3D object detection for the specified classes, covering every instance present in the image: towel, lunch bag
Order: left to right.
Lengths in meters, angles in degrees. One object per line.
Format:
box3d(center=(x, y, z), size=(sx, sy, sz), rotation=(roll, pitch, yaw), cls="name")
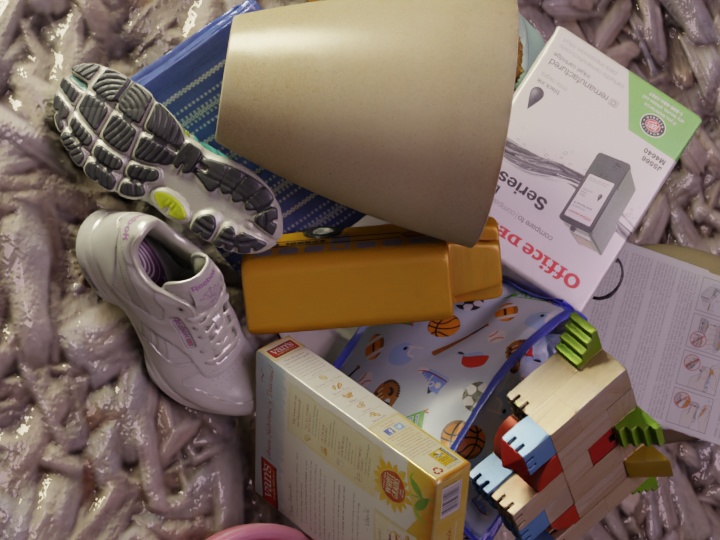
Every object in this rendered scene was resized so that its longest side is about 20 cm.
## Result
box3d(center=(-0.086, -0.096, 1.282), size=(0.145, 0.024, 0.200), rotation=(-35, 113, 5), cls="towel")
box3d(center=(0.074, 0.097, 1.315), size=(0.124, 0.170, 0.200), rotation=(45, 71, -44), cls="lunch bag")

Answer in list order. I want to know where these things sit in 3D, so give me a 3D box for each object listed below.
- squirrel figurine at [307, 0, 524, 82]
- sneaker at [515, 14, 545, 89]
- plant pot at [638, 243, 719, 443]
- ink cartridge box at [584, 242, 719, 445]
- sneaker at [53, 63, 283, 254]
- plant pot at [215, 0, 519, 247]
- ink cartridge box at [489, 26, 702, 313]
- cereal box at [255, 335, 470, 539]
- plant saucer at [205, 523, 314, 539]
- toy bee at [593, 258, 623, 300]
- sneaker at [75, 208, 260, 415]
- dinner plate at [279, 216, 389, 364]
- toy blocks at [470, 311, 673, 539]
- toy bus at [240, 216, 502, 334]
box3d(center=(0.029, -0.169, 1.355), size=(0.200, 0.141, 0.187), rotation=(43, 66, -9), cls="squirrel figurine")
box3d(center=(0.104, -0.171, 1.459), size=(0.118, 0.074, 0.201), rotation=(49, 40, -31), cls="sneaker")
box3d(center=(0.334, 0.066, 1.594), size=(0.200, 0.134, 0.201), rotation=(7, 79, -39), cls="plant pot")
box3d(center=(0.266, 0.068, 1.510), size=(0.199, 0.057, 0.163), rotation=(20, 72, -2), cls="ink cartridge box")
box3d(center=(-0.144, -0.078, 1.226), size=(0.200, 0.080, 0.078), rotation=(38, 95, -2), cls="sneaker")
box3d(center=(-0.001, -0.125, 1.196), size=(0.199, 0.187, 0.188), rotation=(9, 76, -5), cls="plant pot")
box3d(center=(0.166, -0.075, 1.363), size=(0.145, 0.084, 0.200), rotation=(33, 78, 0), cls="ink cartridge box")
box3d(center=(-0.004, 0.155, 1.226), size=(0.039, 0.200, 0.144), rotation=(-24, 133, -35), cls="cereal box")
box3d(center=(-0.087, 0.296, 1.263), size=(0.200, 0.051, 0.202), rotation=(5, 82, -40), cls="plant saucer")
box3d(center=(0.165, -0.076, 1.460), size=(0.108, 0.200, 0.131), rotation=(24, 101, -28), cls="toy bee")
box3d(center=(-0.130, 0.037, 1.229), size=(0.200, 0.099, 0.075), rotation=(51, 58, -24), cls="sneaker")
box3d(center=(0.000, 0.000, 1.394), size=(0.200, 0.024, 0.201), rotation=(6, 81, -39), cls="dinner plate")
box3d(center=(0.145, 0.143, 1.226), size=(0.137, 0.100, 0.200), rotation=(-39, 141, -12), cls="toy blocks")
box3d(center=(0.011, 0.003, 1.274), size=(0.199, 0.078, 0.065), rotation=(-5, 108, 2), cls="toy bus")
